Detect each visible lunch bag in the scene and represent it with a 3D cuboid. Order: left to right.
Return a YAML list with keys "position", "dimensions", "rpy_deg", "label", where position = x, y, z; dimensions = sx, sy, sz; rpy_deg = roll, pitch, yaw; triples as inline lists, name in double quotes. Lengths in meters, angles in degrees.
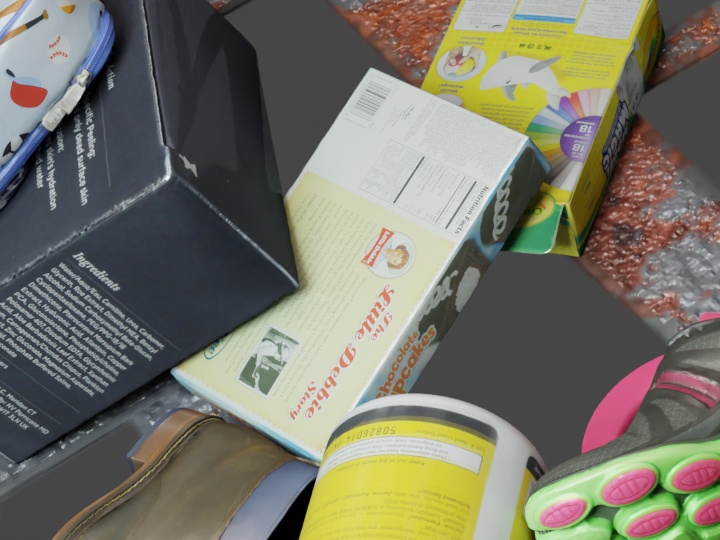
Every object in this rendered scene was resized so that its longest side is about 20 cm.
- position: [-0.218, -0.110, 1.255]
  dimensions: [0.161, 0.076, 0.200]
  rpy_deg: [-53, 40, -10]
  label: "lunch bag"

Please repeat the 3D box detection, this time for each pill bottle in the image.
- position: [0.017, 0.164, 1.081]
  dimensions: [0.111, 0.112, 0.201]
  rpy_deg: [0, 48, 19]
  label: "pill bottle"

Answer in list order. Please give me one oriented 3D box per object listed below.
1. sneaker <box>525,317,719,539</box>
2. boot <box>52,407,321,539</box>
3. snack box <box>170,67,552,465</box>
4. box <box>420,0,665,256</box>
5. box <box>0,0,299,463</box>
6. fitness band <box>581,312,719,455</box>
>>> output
- position: [0.161, 0.074, 1.109]
  dimensions: [0.199, 0.077, 0.084]
  rpy_deg: [-27, 34, -12]
  label: "sneaker"
- position: [-0.093, 0.150, 1.159]
  dimensions: [0.096, 0.075, 0.201]
  rpy_deg: [10, 51, 30]
  label: "boot"
- position: [0.000, 0.000, 1.253]
  dimensions: [0.116, 0.037, 0.201]
  rpy_deg: [27, 79, 37]
  label: "snack box"
- position: [0.088, -0.081, 1.332]
  dimensions: [0.116, 0.049, 0.201]
  rpy_deg: [7, 50, 24]
  label: "box"
- position: [-0.153, -0.038, 1.285]
  dimensions: [0.199, 0.117, 0.198]
  rpy_deg: [-32, 42, 19]
  label: "box"
- position: [0.204, 0.088, 1.145]
  dimensions: [0.198, 0.038, 0.144]
  rpy_deg: [2, 52, 22]
  label: "fitness band"
